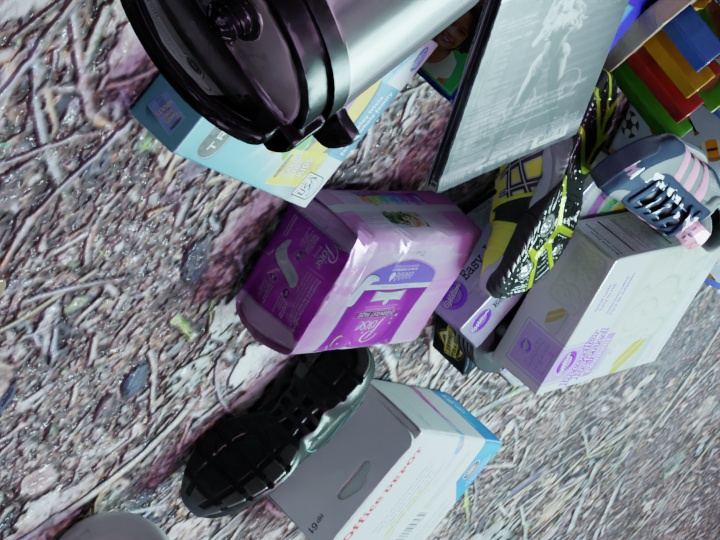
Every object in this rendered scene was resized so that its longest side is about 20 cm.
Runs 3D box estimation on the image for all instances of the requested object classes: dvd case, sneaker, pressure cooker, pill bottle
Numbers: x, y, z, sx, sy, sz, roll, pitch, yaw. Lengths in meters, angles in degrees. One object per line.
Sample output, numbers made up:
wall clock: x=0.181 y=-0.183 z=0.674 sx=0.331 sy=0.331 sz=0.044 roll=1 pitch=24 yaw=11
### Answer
dvd case: x=0.127 y=-0.152 z=1.613 sx=0.148 sy=0.016 sz=0.200 roll=-24 pitch=148 yaw=-35
sneaker: x=0.137 y=-0.074 z=1.807 sx=0.200 sy=0.076 sz=0.075 roll=-66 pitch=154 yaw=-3
pressure cooker: x=-0.043 y=-0.177 z=1.279 sx=0.200 sy=0.176 sz=0.179 roll=-40 pitch=152 yaw=-23
pill bottle: x=-0.181 y=0.277 z=1.846 sx=0.112 sy=0.112 sz=0.200 roll=-42 pitch=156 yaw=-11
sneaker: x=-0.062 y=0.141 z=1.876 sx=0.200 sy=0.075 sz=0.079 roll=-39 pitch=158 yaw=-16
sneaker: x=0.253 y=-0.059 z=1.838 sx=0.070 sy=0.082 sz=0.200 roll=-32 pitch=163 yaw=25

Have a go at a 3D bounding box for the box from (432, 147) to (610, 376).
box: x=0.141 y=-0.014 z=2.006 sx=0.159 sy=0.046 sz=0.200 roll=-35 pitch=153 yaw=-25

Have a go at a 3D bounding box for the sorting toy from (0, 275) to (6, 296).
sorting toy: x=-0.332 y=0.072 z=1.319 sx=0.199 sy=0.070 sz=0.200 roll=-12 pitch=138 yaw=-53

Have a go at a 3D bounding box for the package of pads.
package of pads: x=0.000 y=0.000 z=1.754 sx=0.200 sy=0.076 sz=0.121 roll=-4 pitch=129 yaw=-58

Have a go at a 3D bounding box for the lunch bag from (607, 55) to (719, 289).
lunch bag: x=0.332 y=-0.085 z=2.022 sx=0.124 sy=0.200 sz=0.170 roll=-25 pitch=148 yaw=-40

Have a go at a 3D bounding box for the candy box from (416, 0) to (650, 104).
candy box: x=0.138 y=-0.204 z=1.661 sx=0.200 sy=0.077 sz=0.169 roll=-53 pitch=155 yaw=11

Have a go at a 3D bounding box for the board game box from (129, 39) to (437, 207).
board game box: x=-0.046 y=-0.129 z=1.509 sx=0.151 sy=0.047 sz=0.200 roll=-51 pitch=157 yaw=9

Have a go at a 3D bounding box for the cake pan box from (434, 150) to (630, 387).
cake pan box: x=0.152 y=-0.004 z=1.920 sx=0.200 sy=0.052 sz=0.184 roll=-47 pitch=152 yaw=-2

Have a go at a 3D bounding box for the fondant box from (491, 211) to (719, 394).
fondant box: x=0.216 y=0.021 z=1.932 sx=0.200 sy=0.058 sz=0.144 roll=-9 pitch=135 yaw=-51

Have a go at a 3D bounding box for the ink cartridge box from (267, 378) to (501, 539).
ink cartridge box: x=0.024 y=0.181 z=2.070 sx=0.145 sy=0.085 sz=0.200 roll=-51 pitch=157 yaw=10

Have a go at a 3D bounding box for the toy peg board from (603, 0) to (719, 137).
toy peg board: x=0.297 y=-0.199 z=1.822 sx=0.200 sy=0.098 sz=0.199 roll=-39 pitch=180 yaw=-17
